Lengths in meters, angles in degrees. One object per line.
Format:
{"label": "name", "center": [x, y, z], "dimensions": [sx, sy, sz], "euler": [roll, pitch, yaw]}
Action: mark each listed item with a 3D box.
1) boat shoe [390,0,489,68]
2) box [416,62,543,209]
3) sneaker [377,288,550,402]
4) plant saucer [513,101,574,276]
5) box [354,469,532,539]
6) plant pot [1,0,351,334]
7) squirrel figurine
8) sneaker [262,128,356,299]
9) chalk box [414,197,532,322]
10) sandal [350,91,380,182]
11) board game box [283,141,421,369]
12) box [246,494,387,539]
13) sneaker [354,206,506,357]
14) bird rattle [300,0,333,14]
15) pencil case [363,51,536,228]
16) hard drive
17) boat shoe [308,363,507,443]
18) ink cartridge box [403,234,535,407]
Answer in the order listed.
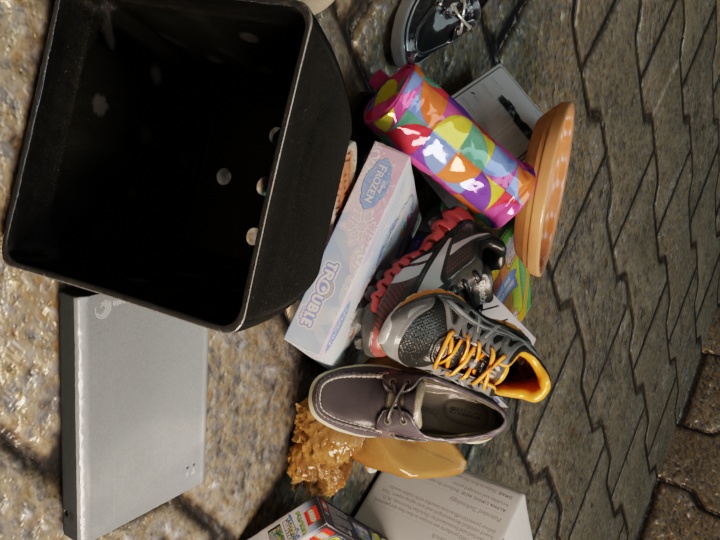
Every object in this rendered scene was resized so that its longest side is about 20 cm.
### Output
{"label": "boat shoe", "center": [0.104, -0.298, 0.954], "dimensions": [0.201, 0.067, 0.073], "euler": [-51, 139, -34]}
{"label": "box", "center": [0.147, -0.164, 1.023], "dimensions": [0.117, 0.060, 0.200], "euler": [49, 47, 1]}
{"label": "sneaker", "center": [0.104, 0.076, 0.787], "dimensions": [0.196, 0.077, 0.080], "euler": [14, 111, -32]}
{"label": "plant saucer", "center": [0.215, -0.097, 0.984], "dimensions": [0.200, 0.037, 0.206], "euler": [13, 89, -73]}
{"label": "box", "center": [0.117, 0.366, 1.102], "dimensions": [0.131, 0.196, 0.202], "euler": [-52, 141, -32]}
{"label": "plant pot", "center": [-0.109, -0.075, 0.613], "dimensions": [0.177, 0.195, 0.205], "euler": [12, 91, -70]}
{"label": "squirrel figurine", "center": [0.007, 0.169, 0.921], "dimensions": [0.195, 0.187, 0.145], "euler": [-12, 79, -13]}
{"label": "sneaker", "center": [-0.055, -0.054, 0.810], "dimensions": [0.072, 0.078, 0.203], "euler": [-57, 164, -45]}
{"label": "chalk box", "center": [0.137, -0.013, 1.061], "dimensions": [0.125, 0.122, 0.204], "euler": [-46, 137, -38]}
{"label": "sandal", "center": [0.004, -0.087, 0.900], "dimensions": [0.074, 0.044, 0.206], "euler": [-7, 107, -56]}
{"label": "board game box", "center": [0.000, 0.000, 0.851], "dimensions": [0.199, 0.043, 0.204], "euler": [64, 50, -76]}
{"label": "box", "center": [-0.045, 0.318, 0.932], "dimensions": [0.109, 0.035, 0.200], "euler": [-33, 142, 6]}
{"label": "sneaker", "center": [0.077, 0.018, 0.830], "dimensions": [0.200, 0.097, 0.072], "euler": [-44, 146, -30]}
{"label": "bird rattle", "center": [-0.036, -0.289, 0.721], "dimensions": [0.204, 0.110, 0.163], "euler": [-66, 162, -10]}
{"label": "pencil case", "center": [0.092, -0.130, 0.866], "dimensions": [0.199, 0.088, 0.090], "euler": [38, 67, -21]}
{"label": "hard drive", "center": [-0.184, 0.102, 0.691], "dimensions": [0.138, 0.032, 0.206], "euler": [-17, 115, -54]}
{"label": "boat shoe", "center": [0.049, 0.129, 0.806], "dimensions": [0.065, 0.195, 0.074], "euler": [130, -29, -73]}
{"label": "ink cartridge box", "center": [0.114, 0.060, 0.949], "dimensions": [0.200, 0.044, 0.095], "euler": [42, 63, -27]}
